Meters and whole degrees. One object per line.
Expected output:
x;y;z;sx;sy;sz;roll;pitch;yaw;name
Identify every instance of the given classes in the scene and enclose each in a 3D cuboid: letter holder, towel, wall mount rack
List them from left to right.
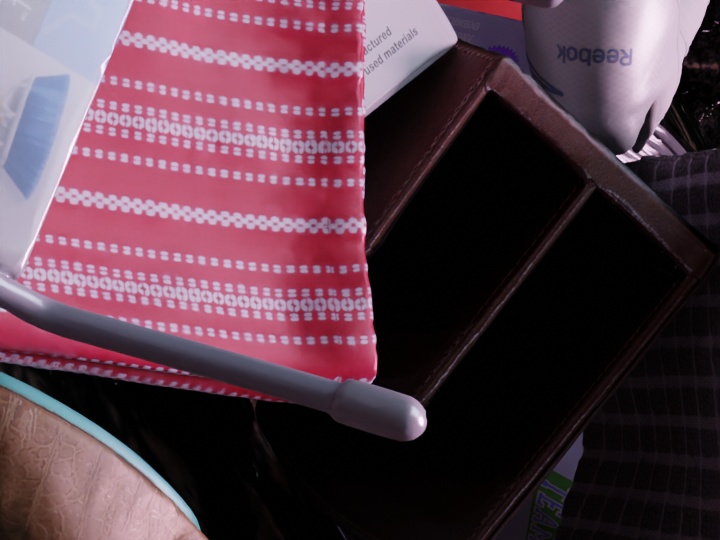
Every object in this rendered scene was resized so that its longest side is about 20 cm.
-0.054;-0.049;0.533;0.173;0.074;0.201;29;67;-22;wall mount rack
-0.054;-0.071;0.598;0.144;0.022;0.202;10;73;-34;towel
0.000;0.000;0.773;0.100;0.142;0.200;39;-2;-23;letter holder
0.134;0.040;0.747;0.200;0.085;0.167;-4;-91;64;towel

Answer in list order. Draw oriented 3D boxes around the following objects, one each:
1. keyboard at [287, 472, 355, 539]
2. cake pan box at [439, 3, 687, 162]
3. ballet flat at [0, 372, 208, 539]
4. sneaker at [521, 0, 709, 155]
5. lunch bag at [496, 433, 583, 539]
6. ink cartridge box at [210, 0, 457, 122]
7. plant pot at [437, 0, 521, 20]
0.019;0.108;0.932;0.128;0.021;0.200;59;14;-1;keyboard
0.044;-0.057;0.990;0.199;0.053;0.184;17;-11;41;cake pan box
-0.062;0.100;0.596;0.200;0.067;0.073;51;35;-47;ballet flat
0.086;-0.087;0.826;0.200;0.074;0.088;-27;123;-74;sneaker
0.108;0.115;0.943;0.201;0.124;0.170;54;11;7;lunch bag
-0.088;-0.114;0.693;0.087;0.145;0.201;-40;104;-45;ink cartridge box
0.057;-0.154;1.223;0.183;0.199;0.200;61;14;-6;plant pot
